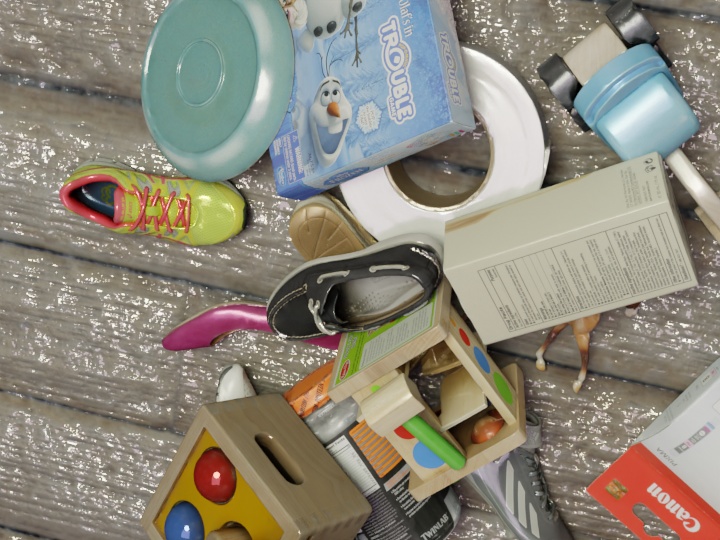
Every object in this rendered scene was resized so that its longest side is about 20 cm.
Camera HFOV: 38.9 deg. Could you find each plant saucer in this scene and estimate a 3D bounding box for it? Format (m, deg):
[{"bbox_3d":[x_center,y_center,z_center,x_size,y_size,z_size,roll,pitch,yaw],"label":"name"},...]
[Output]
[{"bbox_3d":[-0.146,-0.187,0.973,0.198,0.027,0.203,-1,88,37],"label":"plant saucer"}]

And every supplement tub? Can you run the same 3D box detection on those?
[{"bbox_3d":[0.003,0.195,1.035,0.122,0.123,0.201,-32,95,17],"label":"supplement tub"}]

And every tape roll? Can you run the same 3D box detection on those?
[{"bbox_3d":[0.078,-0.114,0.968,0.200,0.071,0.205,3,104,11],"label":"tape roll"}]

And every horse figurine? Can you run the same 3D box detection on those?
[{"bbox_3d":[0.172,0.031,0.997,0.198,0.050,0.134,24,113,3],"label":"horse figurine"}]

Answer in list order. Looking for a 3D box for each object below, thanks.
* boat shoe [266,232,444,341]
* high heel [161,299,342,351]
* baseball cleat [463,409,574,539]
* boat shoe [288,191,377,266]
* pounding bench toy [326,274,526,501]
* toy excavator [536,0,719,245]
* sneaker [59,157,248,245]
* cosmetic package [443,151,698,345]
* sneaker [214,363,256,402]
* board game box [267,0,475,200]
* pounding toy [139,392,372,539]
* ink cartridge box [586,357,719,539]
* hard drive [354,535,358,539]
[{"bbox_3d":[-0.012,0.028,0.947,0.198,0.061,0.074,-18,118,27],"label":"boat shoe"},{"bbox_3d":[-0.105,0.071,1.057,0.198,0.067,0.097,-21,89,3],"label":"high heel"},{"bbox_3d":[0.166,0.210,1.032,0.200,0.070,0.107,43,109,-2],"label":"baseball cleat"},{"bbox_3d":[0.000,0.000,1.015,0.073,0.069,0.201,-24,119,15],"label":"boat shoe"},{"bbox_3d":[0.066,0.126,0.920,0.124,0.200,0.157,-32,107,19],"label":"pounding bench toy"},{"bbox_3d":[0.266,-0.113,0.905,0.100,0.194,0.201,-37,66,18],"label":"toy excavator"},{"bbox_3d":[-0.213,-0.062,1.033,0.197,0.090,0.079,8,104,8],"label":"sneaker"},{"bbox_3d":[0.181,-0.016,0.892,0.198,0.072,0.106,-16,128,20],"label":"cosmetic package"},{"bbox_3d":[-0.098,0.186,1.089,0.086,0.075,0.202,-16,109,8],"label":"sneaker"},{"bbox_3d":[-0.007,-0.189,0.912,0.198,0.043,0.203,-19,75,34],"label":"board game box"},{"bbox_3d":[-0.094,0.231,0.917,0.200,0.141,0.185,46,119,29],"label":"pounding toy"},{"bbox_3d":[0.349,0.210,1.006,0.162,0.057,0.200,41,104,-1],"label":"ink cartridge box"},{"bbox_3d":[-0.045,0.317,1.045,0.138,0.033,0.202,0,118,40],"label":"hard drive"}]
